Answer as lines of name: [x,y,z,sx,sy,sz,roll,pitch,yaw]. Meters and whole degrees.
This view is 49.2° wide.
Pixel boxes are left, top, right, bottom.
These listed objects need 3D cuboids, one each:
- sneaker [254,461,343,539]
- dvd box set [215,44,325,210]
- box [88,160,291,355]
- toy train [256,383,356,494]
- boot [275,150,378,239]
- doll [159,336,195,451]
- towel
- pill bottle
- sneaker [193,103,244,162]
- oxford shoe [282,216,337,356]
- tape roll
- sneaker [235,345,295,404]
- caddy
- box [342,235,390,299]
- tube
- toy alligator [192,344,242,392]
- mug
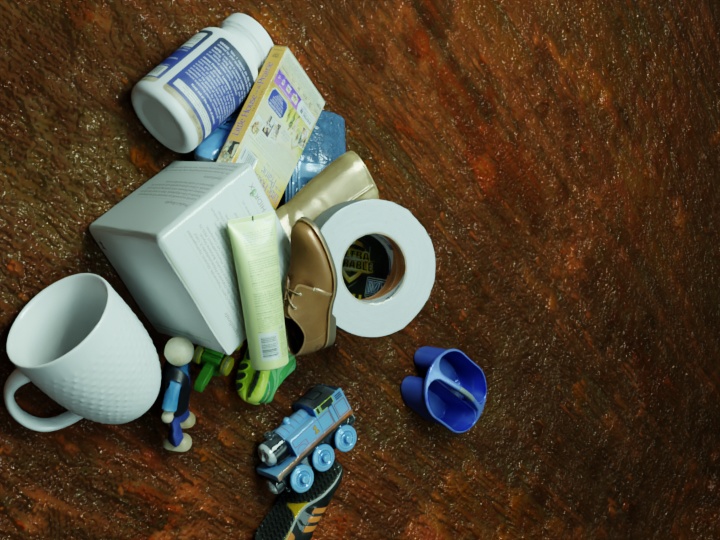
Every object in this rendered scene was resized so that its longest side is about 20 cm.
sneaker: [-0.099,0.421,1.367,0.200,0.070,0.090,-46,139,-29]
dvd box set: [-0.128,-0.205,1.161,0.201,0.029,0.146,-67,152,-12]
box: [-0.222,-0.024,1.088,0.171,0.198,0.201,-44,124,-30]
toy train: [-0.093,0.286,1.338,0.200,0.086,0.115,-37,110,-31]
boot: [-0.049,-0.057,1.204,0.199,0.066,0.176,-36,116,-16]
doll: [-0.259,0.165,1.114,0.048,0.137,0.201,5,134,-7]
towel: [-0.071,-0.164,1.265,0.111,0.048,0.202,6,74,-28]
pill bottle: [-0.217,-0.270,1.117,0.200,0.115,0.116,-50,126,-26]
sneaker: [-0.177,-0.220,1.167,0.200,0.066,0.079,-43,152,-47]
oxford shoe: [-0.076,0.028,1.056,0.071,0.071,0.202,-23,121,-38]
tape roll: [0.009,-0.005,1.164,0.198,0.066,0.202,-2,94,-20]
sneaker: [-0.141,0.123,1.285,0.201,0.074,0.084,-67,152,-13]
caddy: [0.176,0.237,1.564,0.200,0.104,0.142,40,68,-39]
box: [0.000,0.000,1.303,0.049,0.199,0.161,6,92,-45]
tube: [-0.129,0.027,1.021,0.058,0.051,0.202,-73,158,-76]
toy alligator: [-0.207,0.096,1.223,0.054,0.059,0.201,87,24,-75]
mug: [-0.365,0.131,1.025,0.199,0.148,0.176,-36,134,-9]
